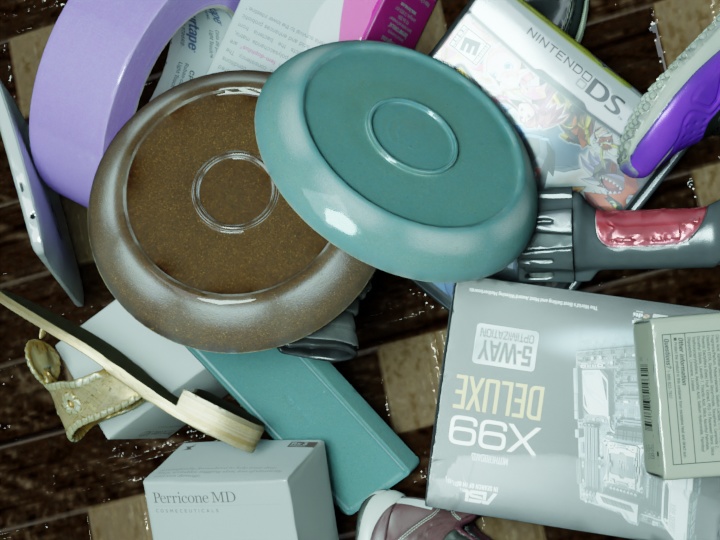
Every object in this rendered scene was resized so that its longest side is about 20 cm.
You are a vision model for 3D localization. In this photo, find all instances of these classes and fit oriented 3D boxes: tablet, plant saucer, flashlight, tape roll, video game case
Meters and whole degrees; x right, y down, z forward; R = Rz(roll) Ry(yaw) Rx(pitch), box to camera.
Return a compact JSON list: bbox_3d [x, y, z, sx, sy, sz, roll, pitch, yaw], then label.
[{"bbox_3d":[-0.230,-0.053,1.369,0.014,0.200,0.131,-16,78,-3],"label":"tablet"},{"bbox_3d":[-0.043,0.091,1.313,0.070,0.019,0.200,-36,114,13],"label":"plant saucer"},{"bbox_3d":[0.203,-0.033,1.261,0.198,0.068,0.068,0,59,8],"label":"flashlight"},{"bbox_3d":[-0.147,-0.133,1.342,0.065,0.200,0.201,25,93,21],"label":"tape roll"},{"bbox_3d":[0.030,-0.079,1.220,0.200,0.199,0.027,50,136,17],"label":"plant saucer"},{"bbox_3d":[-0.079,-0.046,1.225,0.198,0.032,0.202,-1,68,1],"label":"plant saucer"},{"bbox_3d":[0.099,-0.069,1.314,0.180,0.026,0.200,38,98,2],"label":"video game case"}]

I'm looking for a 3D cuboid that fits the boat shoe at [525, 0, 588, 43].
[{"bbox_3d":[0.120,-0.242,1.328,0.074,0.066,0.201,2,87,17],"label":"boat shoe"}]

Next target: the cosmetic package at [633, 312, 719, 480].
[{"bbox_3d":[0.279,0.073,1.201,0.198,0.073,0.104,-3,87,-2],"label":"cosmetic package"}]

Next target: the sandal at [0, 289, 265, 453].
[{"bbox_3d":[-0.171,0.089,1.283,0.211,0.078,0.070,26,90,11],"label":"sandal"}]

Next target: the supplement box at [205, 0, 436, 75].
[{"bbox_3d":[-0.029,-0.162,1.356,0.101,0.103,0.201,27,93,19],"label":"supplement box"}]

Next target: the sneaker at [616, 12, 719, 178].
[{"bbox_3d":[0.259,-0.121,1.253,0.099,0.070,0.200,43,86,1],"label":"sneaker"}]

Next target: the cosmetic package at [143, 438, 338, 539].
[{"bbox_3d":[-0.072,0.222,1.310,0.112,0.081,0.202,-5,106,20],"label":"cosmetic package"}]

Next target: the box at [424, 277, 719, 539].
[{"bbox_3d":[0.151,0.094,1.273,0.198,0.050,0.159,9,87,8],"label":"box"}]

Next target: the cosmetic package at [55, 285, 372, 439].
[{"bbox_3d":[-0.104,0.033,1.360,0.200,0.108,0.085,-38,76,14],"label":"cosmetic package"}]

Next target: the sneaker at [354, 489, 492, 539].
[{"bbox_3d":[0.053,0.252,1.300,0.115,0.076,0.202,0,84,17],"label":"sneaker"}]

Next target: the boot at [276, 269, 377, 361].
[{"bbox_3d":[0.000,0.000,1.256,0.198,0.070,0.133,4,67,3],"label":"boot"}]
